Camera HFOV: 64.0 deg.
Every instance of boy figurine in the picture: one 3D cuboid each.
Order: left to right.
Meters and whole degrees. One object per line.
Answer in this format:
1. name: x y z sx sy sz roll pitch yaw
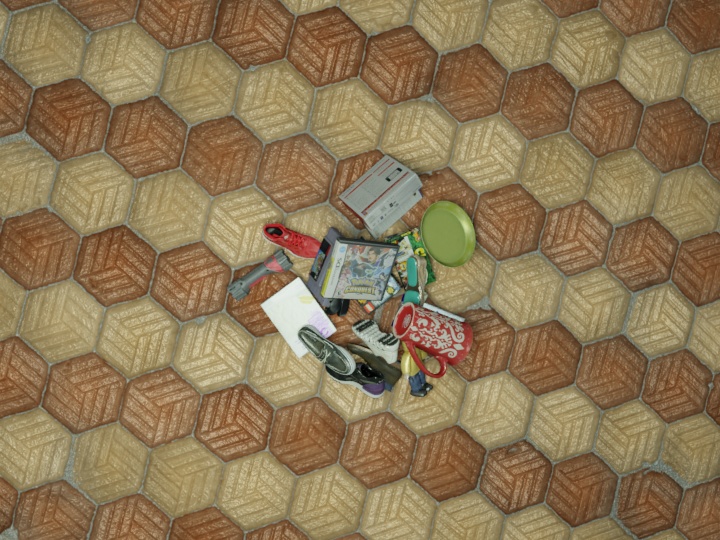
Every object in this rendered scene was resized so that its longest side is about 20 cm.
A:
1. boy figurine: 0.169 0.275 1.744 0.124 0.064 0.202 -27 113 -43

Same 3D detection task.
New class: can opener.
1. can opener: -0.073 0.040 1.718 0.078 0.063 0.202 -8 107 -41

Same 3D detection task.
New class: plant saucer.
1. plant saucer: 0.253 -0.104 1.700 0.198 0.031 0.202 6 77 -27

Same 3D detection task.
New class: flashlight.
1. flashlight: -0.298 0.017 1.723 0.199 0.068 0.068 -36 93 2

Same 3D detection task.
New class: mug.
1. mug: 0.202 0.191 1.628 0.199 0.179 0.133 25 134 -23

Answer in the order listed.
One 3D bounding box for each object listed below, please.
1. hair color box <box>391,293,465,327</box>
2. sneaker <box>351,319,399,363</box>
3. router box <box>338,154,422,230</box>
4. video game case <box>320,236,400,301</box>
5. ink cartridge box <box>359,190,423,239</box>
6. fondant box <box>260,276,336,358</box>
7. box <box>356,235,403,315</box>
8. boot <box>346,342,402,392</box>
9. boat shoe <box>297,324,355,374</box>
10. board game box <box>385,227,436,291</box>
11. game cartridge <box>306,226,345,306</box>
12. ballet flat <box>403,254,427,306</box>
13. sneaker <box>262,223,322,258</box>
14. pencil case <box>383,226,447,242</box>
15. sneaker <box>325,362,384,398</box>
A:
1. hair color box: 0.206 0.159 1.767 0.199 0.065 0.110 23 89 -3
2. sneaker: 0.041 0.209 1.704 0.075 0.200 0.082 -25 122 -25
3. router box: 0.056 -0.233 1.686 0.200 0.180 0.049 -41 129 -2
4. video game case: 0.000 0.000 1.639 0.198 0.026 0.182 5 115 -29
5. ink cartridge box: 0.092 -0.191 1.735 0.200 0.037 0.095 -40 135 -1
6. fondant box: -0.185 0.140 1.736 0.144 0.058 0.201 -36 95 -3
7. box: 0.014 0.017 1.741 0.137 0.040 0.200 -39 95 14
8. boot: 0.035 0.293 1.751 0.199 0.075 0.098 24 87 -7
9. boat shoe: -0.106 0.238 1.662 0.199 0.071 0.072 35 108 10
10. board game box: 0.152 -0.027 1.721 0.104 0.024 0.201 -25 126 1
11. game cartridge: -0.093 -0.012 1.683 0.038 0.130 0.201 8 114 -40
12. ballet flat: 0.170 0.053 1.698 0.067 0.068 0.202 -8 108 -42
13. sneaker: -0.200 -0.084 1.698 0.198 0.116 0.079 16 90 -5
14. pencil case: 0.162 -0.081 1.747 0.198 0.078 0.090 -15 92 -4
15. sneaker: -0.014 0.296 1.711 0.199 0.076 0.088 19 132 22
